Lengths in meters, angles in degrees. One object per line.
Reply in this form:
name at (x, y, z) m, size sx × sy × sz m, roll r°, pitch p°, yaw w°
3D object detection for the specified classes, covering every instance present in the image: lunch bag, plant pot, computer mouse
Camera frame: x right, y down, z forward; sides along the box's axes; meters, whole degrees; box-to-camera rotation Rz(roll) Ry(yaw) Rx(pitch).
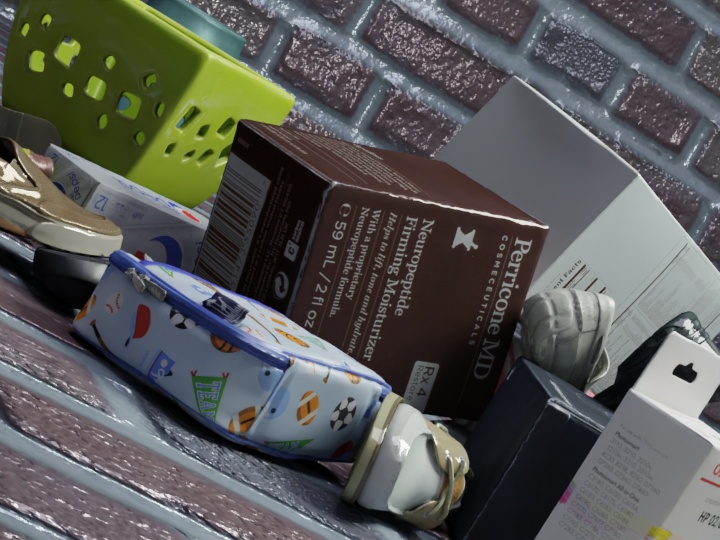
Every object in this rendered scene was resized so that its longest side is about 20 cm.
lunch bag at (-0.084, 0.053, 1.384) m, size 0.160 × 0.076 × 0.200 m, roll 32°, pitch 3°, yaw 35°
plant pot at (-0.208, -0.139, 1.906) m, size 0.200 × 0.182 × 0.199 m, roll 34°, pitch 6°, yaw 21°
plant pot at (-0.249, -0.255, 2.805) m, size 0.200 × 0.188 × 0.200 m, roll 31°, pitch 4°, yaw -2°
computer mouse at (-0.193, 0.004, 1.480) m, size 0.058 × 0.034 × 0.200 m, roll 12°, pitch 2°, yaw -5°

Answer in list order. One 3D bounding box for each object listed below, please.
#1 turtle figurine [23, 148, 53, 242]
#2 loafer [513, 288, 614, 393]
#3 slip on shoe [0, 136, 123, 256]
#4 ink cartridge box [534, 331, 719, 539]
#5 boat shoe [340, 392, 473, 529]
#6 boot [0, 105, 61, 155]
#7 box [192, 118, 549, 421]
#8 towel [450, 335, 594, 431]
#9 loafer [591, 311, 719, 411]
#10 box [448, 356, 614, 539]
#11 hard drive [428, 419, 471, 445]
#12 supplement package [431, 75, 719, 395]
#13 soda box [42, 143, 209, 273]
turtle figurine at (-0.291, -0.089, 1.556) m, size 0.161 × 0.065 × 0.200 m, roll 28°, pitch 6°, yaw -39°
loafer at (0.156, 0.078, 1.661) m, size 0.200 × 0.069 × 0.070 m, roll 93°, pitch -13°, yaw -62°
slip on shoe at (-0.237, -0.058, 1.444) m, size 0.199 × 0.061 × 0.076 m, roll 19°, pitch -3°, yaw -37°
ink cartridge box at (0.180, 0.147, 1.330) m, size 0.068 × 0.201 × 0.115 m, roll 34°, pitch 6°, yaw 31°
boat shoe at (0.036, 0.125, 1.392) m, size 0.068 × 0.075 × 0.200 m, roll 27°, pitch 3°, yaw 8°
boot at (-0.331, -0.122, 1.743) m, size 0.075 × 0.074 × 0.200 m, roll 12°, pitch -11°, yaw 33°
box at (0.000, 0.000, 1.637) m, size 0.199 × 0.167 × 0.164 m, roll 10°, pitch 14°, yaw -32°
towel at (0.125, 0.107, 1.798) m, size 0.199 × 0.030 × 0.147 m, roll 30°, pitch 29°, yaw -20°
loafer at (0.204, 0.117, 1.636) m, size 0.073 × 0.200 × 0.072 m, roll -27°, pitch 72°, yaw -46°
box at (0.172, 0.170, 1.508) m, size 0.196 × 0.124 × 0.200 m, roll 33°, pitch 4°, yaw -4°
hard drive at (0.141, 0.185, 1.710) m, size 0.200 × 0.033 × 0.140 m, roll 33°, pitch 5°, yaw 14°
supplement package at (0.173, -0.017, 1.789) m, size 0.200 × 0.147 × 0.191 m, roll 44°, pitch 1°, yaw -43°
soda box at (-0.176, -0.029, 1.690) m, size 0.068 × 0.064 × 0.200 m, roll 35°, pitch 6°, yaw 35°
